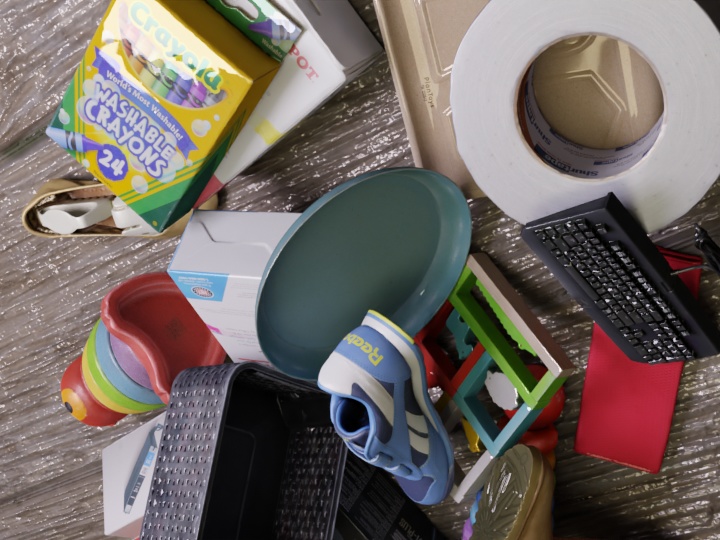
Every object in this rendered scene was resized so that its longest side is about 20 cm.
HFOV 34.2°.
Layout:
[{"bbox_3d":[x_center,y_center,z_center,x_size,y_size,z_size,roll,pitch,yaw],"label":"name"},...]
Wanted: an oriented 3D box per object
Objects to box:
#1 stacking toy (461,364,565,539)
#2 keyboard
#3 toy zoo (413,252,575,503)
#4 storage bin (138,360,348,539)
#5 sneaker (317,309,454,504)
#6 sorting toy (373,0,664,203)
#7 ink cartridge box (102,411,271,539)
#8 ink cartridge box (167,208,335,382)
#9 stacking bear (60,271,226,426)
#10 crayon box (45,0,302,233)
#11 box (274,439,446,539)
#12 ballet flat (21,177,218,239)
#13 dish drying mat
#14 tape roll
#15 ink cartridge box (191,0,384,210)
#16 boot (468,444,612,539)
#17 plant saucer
[{"bbox_3d":[0.135,0.175,1.010,0.085,0.085,0.202,13,115,19],"label":"stacking toy"},{"bbox_3d":[0.214,0.010,0.845,0.126,0.021,0.200,-19,137,32],"label":"keyboard"},{"bbox_3d":[0.087,0.102,0.991,0.132,0.020,0.201,55,130,30],"label":"toy zoo"},{"bbox_3d":[-0.098,0.189,0.989,0.134,0.202,0.093,23,160,-36],"label":"storage bin"},{"bbox_3d":[0.018,0.126,0.950,0.074,0.082,0.201,22,144,45],"label":"sneaker"},{"bbox_3d":[0.124,-0.152,0.883,0.198,0.037,0.187,-8,111,23],"label":"sorting toy"},{"bbox_3d":[-0.173,0.224,1.132,0.199,0.044,0.178,-32,54,33],"label":"ink cartridge box"},{"bbox_3d":[-0.068,0.034,1.010,0.114,0.068,0.201,4,147,23],"label":"ink cartridge box"},{"bbox_3d":[-0.220,0.090,1.113,0.122,0.114,0.200,53,134,-3],"label":"stacking bear"},{"bbox_3d":[-0.148,-0.143,0.898,0.126,0.052,0.200,40,124,3],"label":"crayon box"},{"bbox_3d":[-0.013,0.284,1.124,0.200,0.086,0.164,48,123,-3],"label":"box"},{"bbox_3d":[-0.224,-0.052,1.071,0.198,0.063,0.069,-3,113,26],"label":"ballet flat"},{"bbox_3d":[0.224,0.072,0.952,0.076,0.018,0.202,13,119,18],"label":"dish drying mat"},{"bbox_3d":[0.165,-0.123,0.822,0.198,0.066,0.202,7,116,15],"label":"tape roll"},{"bbox_3d":[-0.101,-0.168,0.945,0.199,0.083,0.146,-34,96,34],"label":"ink cartridge box"},{"bbox_3d":[0.191,0.231,0.975,0.198,0.066,0.176,11,117,-17],"label":"boot"},{"bbox_3d":[0.000,0.000,0.914,0.027,0.199,0.201,48,131,38],"label":"plant saucer"}]
